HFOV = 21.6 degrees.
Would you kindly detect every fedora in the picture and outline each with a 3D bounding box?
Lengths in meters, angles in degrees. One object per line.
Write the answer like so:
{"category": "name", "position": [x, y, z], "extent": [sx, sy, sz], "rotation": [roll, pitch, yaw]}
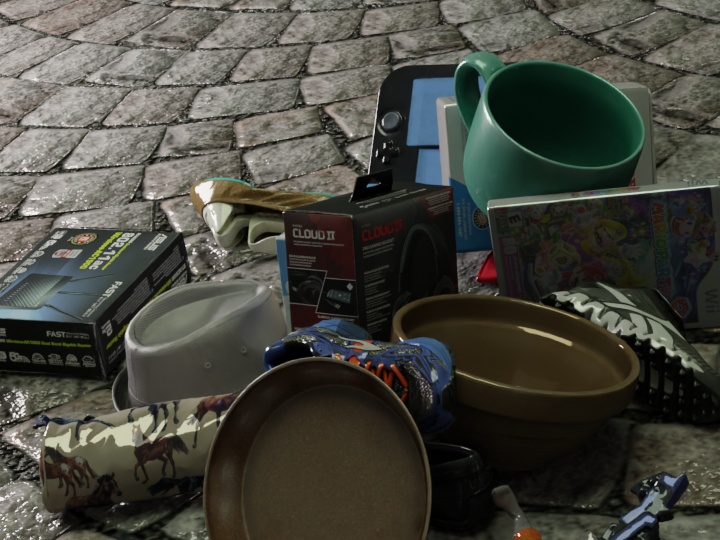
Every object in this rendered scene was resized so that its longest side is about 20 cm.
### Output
{"category": "fedora", "position": [-0.132, 0.066, 1.688], "extent": [0.199, 0.091, 0.177], "rotation": [-18, 28, -17]}

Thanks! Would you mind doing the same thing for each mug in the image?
{"category": "mug", "position": [0.167, -0.109, 1.715], "extent": [0.151, 0.115, 0.185], "rotation": [3, 42, -13]}

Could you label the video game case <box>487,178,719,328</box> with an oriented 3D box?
{"category": "video game case", "position": [0.218, -0.006, 1.651], "extent": [0.199, 0.144, 0.018], "rotation": [-5, 31, 9]}

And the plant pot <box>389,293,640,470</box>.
{"category": "plant pot", "position": [0.117, 0.097, 1.509], "extent": [0.200, 0.093, 0.201], "rotation": [8, 21, -3]}

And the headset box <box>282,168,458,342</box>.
{"category": "headset box", "position": [0.013, 0.017, 1.575], "extent": [0.077, 0.201, 0.149], "rotation": [6, 14, 36]}

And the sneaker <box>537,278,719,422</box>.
{"category": "sneaker", "position": [0.245, 0.057, 1.584], "extent": [0.090, 0.067, 0.200], "rotation": [-28, 40, -31]}

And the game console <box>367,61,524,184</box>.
{"category": "game console", "position": [0.103, -0.128, 1.941], "extent": [0.199, 0.031, 0.178], "rotation": [1, 71, 25]}

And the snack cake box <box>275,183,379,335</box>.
{"category": "snack cake box", "position": [0.000, 0.000, 1.709], "extent": [0.067, 0.116, 0.200], "rotation": [2, 17, 24]}

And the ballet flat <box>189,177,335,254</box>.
{"category": "ballet flat", "position": [-0.107, -0.050, 1.963], "extent": [0.199, 0.068, 0.072], "rotation": [10, 51, 27]}

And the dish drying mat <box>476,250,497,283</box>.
{"category": "dish drying mat", "position": [0.216, -0.007, 1.797], "extent": [0.199, 0.018, 0.077], "rotation": [2, 28, 23]}

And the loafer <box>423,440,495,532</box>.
{"category": "loafer", "position": [0.016, 0.151, 1.489], "extent": [0.200, 0.071, 0.068], "rotation": [9, 31, 33]}

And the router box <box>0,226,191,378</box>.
{"category": "router box", "position": [-0.275, 0.028, 1.848], "extent": [0.149, 0.062, 0.200], "rotation": [3, 29, 21]}

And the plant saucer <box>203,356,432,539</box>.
{"category": "plant saucer", "position": [-0.026, 0.165, 1.379], "extent": [0.200, 0.201, 0.034], "rotation": [10, -1, 34]}

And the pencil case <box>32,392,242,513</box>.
{"category": "pencil case", "position": [-0.166, 0.144, 1.558], "extent": [0.199, 0.078, 0.090], "rotation": [-9, 46, 2]}

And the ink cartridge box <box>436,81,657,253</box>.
{"category": "ink cartridge box", "position": [0.180, -0.102, 1.826], "extent": [0.199, 0.145, 0.084], "rotation": [-5, 10, -3]}

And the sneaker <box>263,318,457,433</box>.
{"category": "sneaker", "position": [0.000, 0.085, 1.430], "extent": [0.078, 0.076, 0.200], "rotation": [-9, 10, -38]}

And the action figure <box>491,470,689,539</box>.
{"category": "action figure", "position": [0.150, 0.221, 1.272], "extent": [0.200, 0.105, 0.193], "rotation": [-46, 42, -13]}
